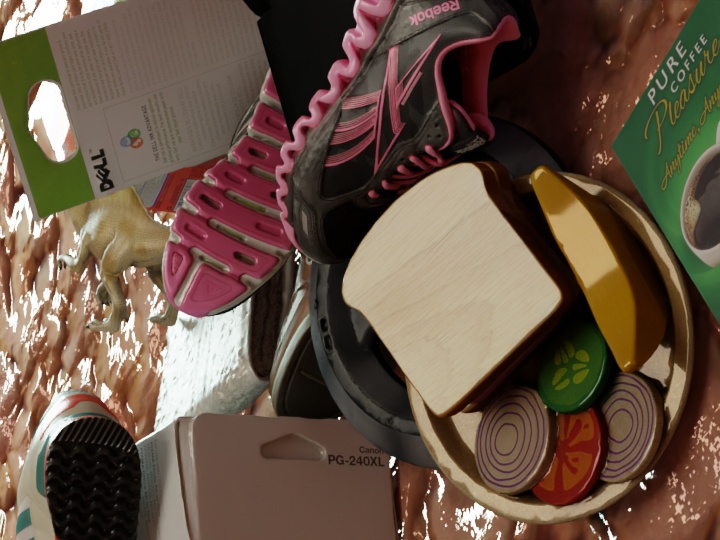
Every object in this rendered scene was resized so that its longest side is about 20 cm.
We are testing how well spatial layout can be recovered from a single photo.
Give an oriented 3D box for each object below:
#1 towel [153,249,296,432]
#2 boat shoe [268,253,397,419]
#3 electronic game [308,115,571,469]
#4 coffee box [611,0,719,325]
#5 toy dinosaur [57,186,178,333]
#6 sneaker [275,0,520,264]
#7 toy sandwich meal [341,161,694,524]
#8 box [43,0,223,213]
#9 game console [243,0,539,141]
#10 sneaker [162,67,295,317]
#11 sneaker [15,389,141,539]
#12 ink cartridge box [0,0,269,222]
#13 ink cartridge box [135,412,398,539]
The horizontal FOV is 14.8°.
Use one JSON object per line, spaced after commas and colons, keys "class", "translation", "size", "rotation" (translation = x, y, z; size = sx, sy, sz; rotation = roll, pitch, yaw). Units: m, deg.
{"class": "towel", "translation": [-0.085, 0.027, 1.779], "size": [0.133, 0.034, 0.200], "rotation": [-47, 28, 42]}
{"class": "boat shoe", "translation": [0.000, 0.000, 1.656], "size": [0.200, 0.072, 0.068], "rotation": [-59, 37, 18]}
{"class": "electronic game", "translation": [0.050, 0.011, 1.545], "size": [0.200, 0.042, 0.200], "rotation": [-4, 84, 39]}
{"class": "coffee box", "translation": [0.200, -0.040, 1.333], "size": [0.123, 0.044, 0.200], "rotation": [-63, 36, 32]}
{"class": "toy dinosaur", "translation": [-0.147, -0.013, 1.787], "size": [0.200, 0.058, 0.101], "rotation": [16, 113, 42]}
{"class": "sneaker", "translation": [0.024, -0.078, 1.496], "size": [0.095, 0.079, 0.200], "rotation": [37, 119, 25]}
{"class": "toy sandwich meal", "translation": [0.082, 0.033, 1.445], "size": [0.205, 0.070, 0.205], "rotation": [-4, 83, 39]}
{"class": "box", "translation": [-0.129, -0.144, 1.868], "size": [0.200, 0.103, 0.095], "rotation": [-64, 35, 32]}
{"class": "game console", "translation": [0.036, -0.174, 1.594], "size": [0.200, 0.116, 0.176], "rotation": [-27, 17, 42]}
{"class": "sneaker", "translation": [-0.058, -0.050, 1.696], "size": [0.087, 0.074, 0.200], "rotation": [105, -169, -70]}
{"class": "sneaker", "translation": [-0.170, 0.164, 1.644], "size": [0.093, 0.070, 0.200], "rotation": [-124, 38, -65]}
{"class": "ink cartridge box", "translation": [-0.136, -0.137, 1.734], "size": [0.076, 0.200, 0.148], "rotation": [-121, 14, -46]}
{"class": "ink cartridge box", "translation": [-0.088, 0.155, 1.698], "size": [0.200, 0.145, 0.083], "rotation": [-32, 60, 55]}
